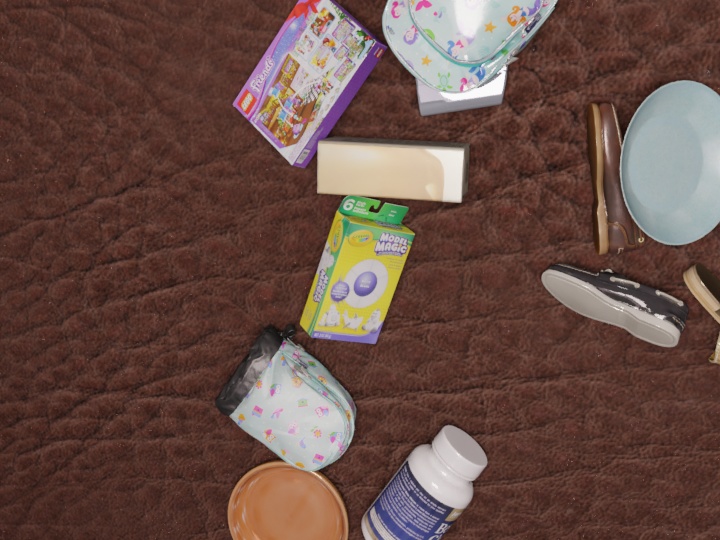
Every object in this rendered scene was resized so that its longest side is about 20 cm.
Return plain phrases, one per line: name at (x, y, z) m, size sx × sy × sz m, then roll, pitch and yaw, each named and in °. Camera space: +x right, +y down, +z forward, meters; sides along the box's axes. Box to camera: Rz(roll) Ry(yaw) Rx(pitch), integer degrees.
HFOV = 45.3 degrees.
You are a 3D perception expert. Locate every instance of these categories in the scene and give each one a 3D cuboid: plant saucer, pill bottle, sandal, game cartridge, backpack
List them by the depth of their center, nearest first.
backpack at (0.127, -0.319, 1.054) m, size 0.178 × 0.151 × 0.200 m, roll 44°, pitch 112°, yaw -3°
plant saucer at (0.397, -0.136, 1.097) m, size 0.197 × 0.039 × 0.206 m, roll -3°, pitch 98°, yaw -24°
game cartridge at (0.130, -0.316, 1.143) m, size 0.130 × 0.042 × 0.204 m, roll -5°, pitch 102°, yaw 17°
sandal at (0.490, 0.092, 1.158) m, size 0.213 × 0.077 × 0.070 m, roll 51°, pitch 127°, yaw 3°
pill bottle at (0.096, 0.329, 1.263) m, size 0.110 × 0.111 × 0.202 m, roll 35°, pitch 108°, yaw 1°
backpack at (-0.101, 0.200, 1.266) m, size 0.199 × 0.127 × 0.168 m, roll 37°, pitch 104°, yaw -2°
plant saucer at (-0.111, 0.390, 1.360) m, size 0.196 × 0.037 × 0.205 m, roll 3°, pitch 103°, yaw 11°

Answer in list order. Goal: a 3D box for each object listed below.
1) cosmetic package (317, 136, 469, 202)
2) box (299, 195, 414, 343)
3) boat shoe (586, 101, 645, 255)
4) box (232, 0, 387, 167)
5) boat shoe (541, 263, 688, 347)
cosmetic package at (0.046, -0.139, 1.167) m, size 0.196 × 0.105 × 0.073 m, roll 5°, pitch 103°, yaw 12°
box at (0.000, 0.000, 1.208) m, size 0.115 × 0.048 × 0.204 m, roll 7°, pitch 108°, yaw -33°
boat shoe at (0.336, -0.122, 1.131) m, size 0.069 × 0.071 × 0.204 m, roll -7°, pitch 109°, yaw 9°
box at (-0.072, -0.263, 1.172) m, size 0.137 × 0.039 × 0.201 m, roll 45°, pitch 109°, yaw 20°
boat shoe at (0.344, 0.033, 1.168) m, size 0.197 × 0.074 × 0.061 m, roll 24°, pitch 66°, yaw 22°
